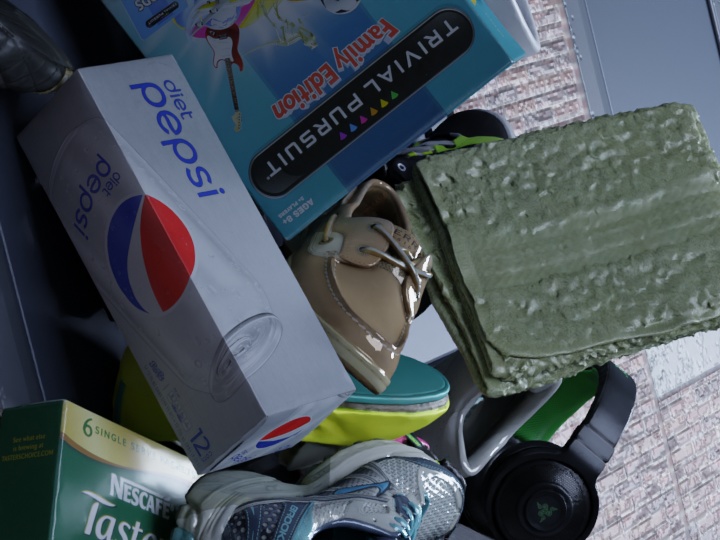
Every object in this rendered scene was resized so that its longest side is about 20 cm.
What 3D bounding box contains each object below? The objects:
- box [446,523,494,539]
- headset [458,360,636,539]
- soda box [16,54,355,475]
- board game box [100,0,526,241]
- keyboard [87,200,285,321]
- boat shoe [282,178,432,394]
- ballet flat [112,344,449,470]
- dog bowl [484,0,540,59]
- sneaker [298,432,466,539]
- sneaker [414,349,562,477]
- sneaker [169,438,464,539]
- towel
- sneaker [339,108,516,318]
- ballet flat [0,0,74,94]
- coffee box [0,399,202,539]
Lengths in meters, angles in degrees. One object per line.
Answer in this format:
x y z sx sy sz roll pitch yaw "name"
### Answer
0.013 0.249 1.450 0.200 0.048 0.159 -51 163 -47 "box"
0.101 0.143 1.649 0.094 0.123 0.200 40 74 -11 "headset"
-0.086 -0.005 1.381 0.068 0.063 0.200 -13 69 -46 "soda box"
-0.037 -0.141 1.428 0.200 0.151 0.047 52 15 -1 "board game box"
-0.083 -0.024 1.506 0.200 0.021 0.127 -42 109 -52 "keyboard"
0.000 0.000 1.462 0.071 0.065 0.200 44 11 -18 "boat shoe"
-0.045 0.070 1.468 0.199 0.067 0.067 8 116 -38 "ballet flat"
0.027 -0.199 1.545 0.200 0.079 0.201 -21 90 -82 "dog bowl"
0.013 0.104 1.548 0.074 0.087 0.201 -5 85 -57 "sneaker"
0.099 0.034 1.622 0.075 0.088 0.201 30 85 -20 "sneaker"
-0.003 0.140 1.416 0.200 0.086 0.078 -9 115 -51 "sneaker"
0.126 -0.015 1.594 0.199 0.037 0.149 -16 70 -19 "towel"
0.033 -0.049 1.641 0.083 0.072 0.200 59 37 -25 "sneaker"
-0.208 -0.113 1.326 0.066 0.057 0.200 42 16 31 "ballet flat"
-0.129 0.173 1.351 0.123 0.044 0.201 32 54 -49 "coffee box"
